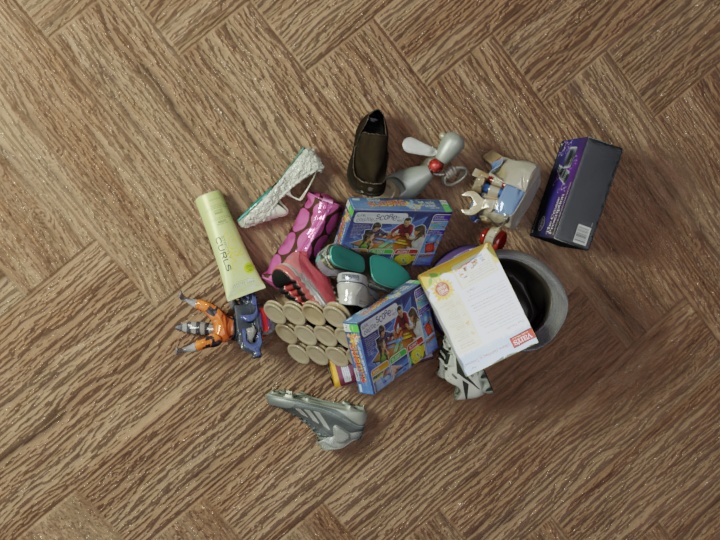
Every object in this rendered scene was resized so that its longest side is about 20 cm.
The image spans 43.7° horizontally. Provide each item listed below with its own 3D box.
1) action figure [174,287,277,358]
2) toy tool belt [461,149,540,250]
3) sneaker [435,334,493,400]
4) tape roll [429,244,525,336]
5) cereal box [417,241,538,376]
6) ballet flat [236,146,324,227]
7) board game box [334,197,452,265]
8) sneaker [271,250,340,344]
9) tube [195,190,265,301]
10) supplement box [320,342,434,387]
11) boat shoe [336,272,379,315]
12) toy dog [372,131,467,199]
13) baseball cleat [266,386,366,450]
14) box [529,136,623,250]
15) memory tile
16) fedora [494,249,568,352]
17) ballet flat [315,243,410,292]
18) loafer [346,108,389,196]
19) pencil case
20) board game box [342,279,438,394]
[{"bbox_3d":[-0.245,0.078,1.683,0.193,0.105,0.200,4,66,-15],"label":"action figure"},{"bbox_3d":[0.251,-0.134,1.710,0.123,0.125,0.200,24,72,24],"label":"toy tool belt"},{"bbox_3d":[0.175,0.160,1.663,0.088,0.074,0.200,-21,110,5],"label":"sneaker"},{"bbox_3d":[0.226,0.051,1.737,0.200,0.085,0.200,-1,94,-9],"label":"tape roll"},{"bbox_3d":[0.206,0.068,1.589,0.144,0.040,0.200,-25,88,0],"label":"cereal box"},{"bbox_3d":[-0.143,-0.142,1.672,0.072,0.072,0.200,43,89,-9],"label":"ballet flat"},{"bbox_3d":[0.057,-0.070,1.664,0.200,0.034,0.136,0,132,-24],"label":"board game box"},{"bbox_3d":[-0.068,0.047,1.617,0.200,0.074,0.087,52,53,-19],"label":"sneaker"},{"bbox_3d":[-0.244,-0.048,1.657,0.058,0.052,0.200,-23,86,17],"label":"tube"},{"bbox_3d":[0.028,0.137,1.713,0.200,0.086,0.111,-16,96,-6],"label":"supplement box"},{"bbox_3d":[-0.007,0.063,1.609,0.071,0.200,0.070,4,74,7],"label":"boat shoe"},{"bbox_3d":[0.098,-0.192,1.697,0.200,0.132,0.096,-34,60,-9],"label":"toy dog"},{"bbox_3d":[-0.088,0.288,1.716,0.200,0.070,0.107,12,92,-8],"label":"baseball cleat"},{"bbox_3d":[0.410,-0.146,1.720,0.079,0.141,0.200,18,91,-7],"label":"box"},{"bbox_3d":[-0.077,0.113,1.609,0.017,0.200,0.153,-51,127,-35],"label":"memory tile"},{"bbox_3d":[0.273,0.055,1.654,0.200,0.090,0.177,29,87,2],"label":"fedora"},{"bbox_3d":[0.000,0.000,1.635,0.200,0.072,0.072,19,92,-36],"label":"ballet flat"},{"bbox_3d":[0.016,-0.219,1.638,0.073,0.071,0.200,6,51,-9],"label":"loafer"},{"bbox_3d":[-0.104,-0.052,1.674,0.091,0.094,0.200,27,88,6],"label":"pencil case"},{"bbox_3d":[0.057,0.114,1.584,0.200,0.034,0.136,-28,112,-45],"label":"board game box"}]
